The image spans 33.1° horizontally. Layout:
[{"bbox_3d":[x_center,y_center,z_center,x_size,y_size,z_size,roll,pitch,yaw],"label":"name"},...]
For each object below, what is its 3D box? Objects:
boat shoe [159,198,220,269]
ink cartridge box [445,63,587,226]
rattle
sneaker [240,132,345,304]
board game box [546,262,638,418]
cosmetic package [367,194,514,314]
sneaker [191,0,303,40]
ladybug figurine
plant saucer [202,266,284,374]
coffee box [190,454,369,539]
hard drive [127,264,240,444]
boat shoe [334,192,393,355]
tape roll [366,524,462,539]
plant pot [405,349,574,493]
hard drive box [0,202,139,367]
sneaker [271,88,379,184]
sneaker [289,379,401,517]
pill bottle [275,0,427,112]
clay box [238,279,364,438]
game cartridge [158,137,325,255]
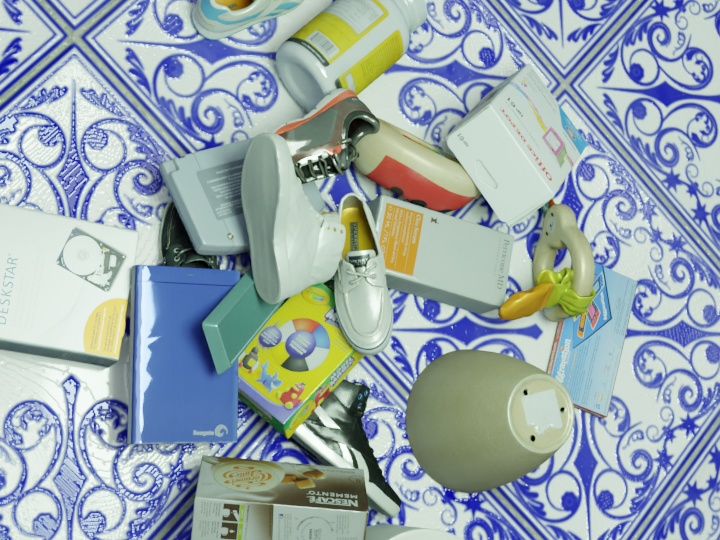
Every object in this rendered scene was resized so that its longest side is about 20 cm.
[{"bbox_3d":[-0.204,0.004,1.472,0.073,0.066,0.203,3,80,-20],"label":"boat shoe"},{"bbox_3d":[0.210,-0.169,1.600,0.145,0.084,0.200,52,34,-7],"label":"ink cartridge box"},{"bbox_3d":[0.230,-0.033,1.623,0.140,0.130,0.203,-6,78,-8],"label":"rattle"},{"bbox_3d":[-0.076,-0.072,1.436,0.115,0.073,0.203,-19,117,-40],"label":"sneaker"},{"bbox_3d":[0.320,0.092,1.687,0.102,0.019,0.203,22,74,-18],"label":"board game box"},{"bbox_3d":[0.095,-0.019,1.590,0.197,0.071,0.103,15,76,-19],"label":"cosmetic package"},{"bbox_3d":[-0.122,-0.366,1.557,0.199,0.081,0.077,-37,93,-23],"label":"sneaker"},{"bbox_3d":[0.068,-0.132,1.574,0.198,0.136,0.073,26,101,-13],"label":"ladybug figurine"},{"bbox_3d":[-0.129,0.042,1.451,0.200,0.019,0.071,-53,134,-53],"label":"plant saucer"},{"bbox_3d":[-0.094,0.281,1.408,0.196,0.115,0.081,6,107,-4],"label":"coffee box"},{"bbox_3d":[-0.204,0.099,1.410,0.130,0.025,0.204,4,84,-30],"label":"hard drive"},{"bbox_3d":[0.000,0.000,1.471,0.070,0.070,0.203,-5,66,2],"label":"boat shoe"},{"bbox_3d":[0.052,0.413,1.465,0.200,0.139,0.206,4,80,-21],"label":"tape roll"},{"bbox_3d":[0.179,0.183,1.520,0.184,0.200,0.191,4,79,-20],"label":"plant pot"},{"bbox_3d":[-0.369,0.017,1.401,0.197,0.077,0.159,11,77,-19],"label":"hard drive box"},{"bbox_3d":[-0.055,-0.142,1.468,0.082,0.077,0.200,36,70,28],"label":"sneaker"},{"bbox_3d":[-0.002,0.207,1.513,0.200,0.073,0.112,42,71,-9],"label":"sneaker"},{"bbox_3d":[-0.007,-0.299,1.574,0.200,0.112,0.112,-42,97,-22],"label":"pill bottle"},{"bbox_3d":[-0.066,0.095,1.494,0.114,0.048,0.200,34,68,23],"label":"clay box"},{"bbox_3d":[-0.141,-0.093,1.496,0.198,0.040,0.135,-19,77,-39],"label":"game cartridge"}]
